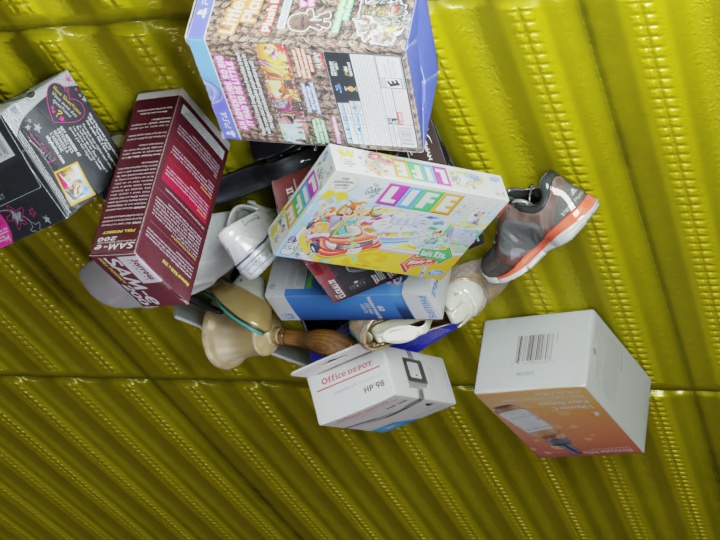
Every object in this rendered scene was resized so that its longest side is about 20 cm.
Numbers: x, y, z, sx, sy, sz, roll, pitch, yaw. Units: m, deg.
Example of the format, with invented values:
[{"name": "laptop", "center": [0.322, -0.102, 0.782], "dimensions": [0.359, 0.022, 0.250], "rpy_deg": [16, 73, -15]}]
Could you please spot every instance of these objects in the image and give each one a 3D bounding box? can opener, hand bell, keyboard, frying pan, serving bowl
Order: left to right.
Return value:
[{"name": "frying pan", "center": [-0.258, 0.005, 1.848], "dimensions": [0.190, 0.031, 0.115], "rpy_deg": [10, 162, 47]}, {"name": "serving bowl", "center": [-0.218, -0.002, 1.724], "dimensions": [0.200, 0.066, 0.200], "rpy_deg": [-20, 175, -2]}, {"name": "keyboard", "center": [-0.154, 0.081, 1.981], "dimensions": [0.200, 0.056, 0.011], "rpy_deg": [22, 120, -19]}, {"name": "can opener", "center": [-0.107, -0.107, 1.628], "dimensions": [0.063, 0.079, 0.200], "rpy_deg": [-17, 178, -41]}, {"name": "hand bell", "center": [-0.089, 0.084, 1.862], "dimensions": [0.200, 0.104, 0.104], "rpy_deg": [7, 154, 36]}]

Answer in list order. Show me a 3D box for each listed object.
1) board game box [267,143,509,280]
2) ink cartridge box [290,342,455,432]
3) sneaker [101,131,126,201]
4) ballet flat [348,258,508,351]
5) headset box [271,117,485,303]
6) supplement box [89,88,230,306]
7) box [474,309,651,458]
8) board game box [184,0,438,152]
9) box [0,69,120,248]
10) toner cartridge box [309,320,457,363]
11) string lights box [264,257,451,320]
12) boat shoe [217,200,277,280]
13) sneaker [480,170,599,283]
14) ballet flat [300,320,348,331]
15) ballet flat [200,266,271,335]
[{"name": "board game box", "center": [0.027, -0.054, 1.480], "dimensions": [0.200, 0.034, 0.134], "rpy_deg": [8, 139, -30]}, {"name": "ink cartridge box", "center": [0.016, 0.147, 1.858], "dimensions": [0.116, 0.067, 0.200], "rpy_deg": [-25, 160, 26]}, {"name": "sneaker", "center": [-0.246, -0.066, 1.703], "dimensions": [0.067, 0.090, 0.200], "rpy_deg": [2, 151, 15]}, {"name": "ballet flat", "center": [0.085, 0.047, 1.733], "dimensions": [0.200, 0.067, 0.068], "rpy_deg": [-23, 118, 5]}, {"name": "headset box", "center": [0.011, -0.056, 1.570], "dimensions": [0.200, 0.077, 0.149], "rpy_deg": [-21, 144, 10]}, {"name": "supplement box", "center": [-0.204, -0.075, 1.555], "dimensions": [0.061, 0.200, 0.109], "rpy_deg": [-4, 148, 26]}, {"name": "box", "center": [0.258, 0.147, 1.892], "dimensions": [0.152, 0.106, 0.200], "rpy_deg": [-8, 146, 32]}, {"name": "board game box", "center": [-0.039, -0.197, 1.381], "dimensions": [0.200, 0.097, 0.160], "rpy_deg": [5, 151, 12]}, {"name": "box", "center": [-0.367, -0.111, 1.602], "dimensions": [0.200, 0.115, 0.132], "rpy_deg": [-19, 109, 41]}, {"name": "toner cartridge box", "center": [0.029, 0.083, 1.875], "dimensions": [0.095, 0.043, 0.200], "rpy_deg": [6, 151, -36]}, {"name": "string lights box", "center": [0.000, 0.000, 1.721], "dimensions": [0.200, 0.103, 0.059], "rpy_deg": [-1, 147, 22]}, {"name": "boat shoe", "center": [-0.113, -0.048, 1.653], "dimensions": [0.067, 0.074, 0.200], "rpy_deg": [47, -172, -7]}, {"name": "sneaker", "center": [0.178, -0.054, 1.618], "dimensions": [0.082, 0.077, 0.200], "rpy_deg": [45, 145, -4]}, {"name": "ballet flat", "center": [-0.051, 0.062, 1.900], "dimensions": [0.066, 0.057, 0.200], "rpy_deg": [2, 151, 10]}, {"name": "ballet flat", "center": [-0.144, 0.022, 1.776], "dimensions": [0.069, 0.063, 0.200], "rpy_deg": [30, 179, -26]}]
